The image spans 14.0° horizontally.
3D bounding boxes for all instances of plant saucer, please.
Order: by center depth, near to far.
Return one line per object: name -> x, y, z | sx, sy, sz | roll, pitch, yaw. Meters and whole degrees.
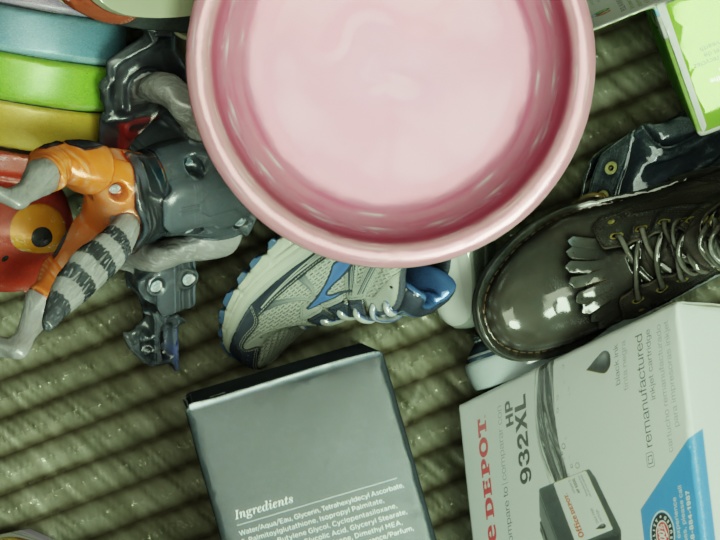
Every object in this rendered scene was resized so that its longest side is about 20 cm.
plant saucer -> 0.015, -0.102, 1.441 | 0.199, 0.051, 0.202 | 0, 90, 0

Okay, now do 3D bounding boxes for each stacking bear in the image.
stacking bear -> -0.178, -0.087, 1.542 | 0.121, 0.113, 0.201 | 5, 97, -42

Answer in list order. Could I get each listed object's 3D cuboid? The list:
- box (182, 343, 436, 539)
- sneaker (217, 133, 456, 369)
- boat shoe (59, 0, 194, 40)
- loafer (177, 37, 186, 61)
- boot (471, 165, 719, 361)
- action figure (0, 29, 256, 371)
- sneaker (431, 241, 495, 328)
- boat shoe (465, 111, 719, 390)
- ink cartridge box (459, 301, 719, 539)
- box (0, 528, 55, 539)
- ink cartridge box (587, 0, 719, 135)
box -> -0.016, 0.148, 1.532 | 0.106, 0.148, 0.201 | -16, 92, -3
sneaker -> 0.000, 0.000, 1.529 | 0.085, 0.077, 0.200 | 47, 127, 6
boat shoe -> -0.068, -0.145, 1.491 | 0.199, 0.062, 0.072 | 3, 90, -34
loafer -> -0.072, -0.116, 1.573 | 0.071, 0.063, 0.201 | 10, 107, -14
boot -> 0.161, -0.015, 1.461 | 0.199, 0.174, 0.070 | -26, 95, -12
action figure -> -0.108, -0.012, 1.503 | 0.193, 0.104, 0.201 | -27, 127, -30
sneaker -> 0.020, -0.062, 1.580 | 0.080, 0.070, 0.201 | -17, 88, 12
boat shoe -> 0.130, -0.015, 1.581 | 0.199, 0.071, 0.091 | -28, 91, -10
ink cartridge box -> 0.141, 0.113, 1.494 | 0.083, 0.200, 0.146 | 5, 71, -31
box -> -0.129, 0.178, 1.511 | 0.041, 0.199, 0.039 | -11, 109, -40
ink cartridge box -> 0.160, -0.115, 1.538 | 0.199, 0.148, 0.076 | -21, 102, 6
